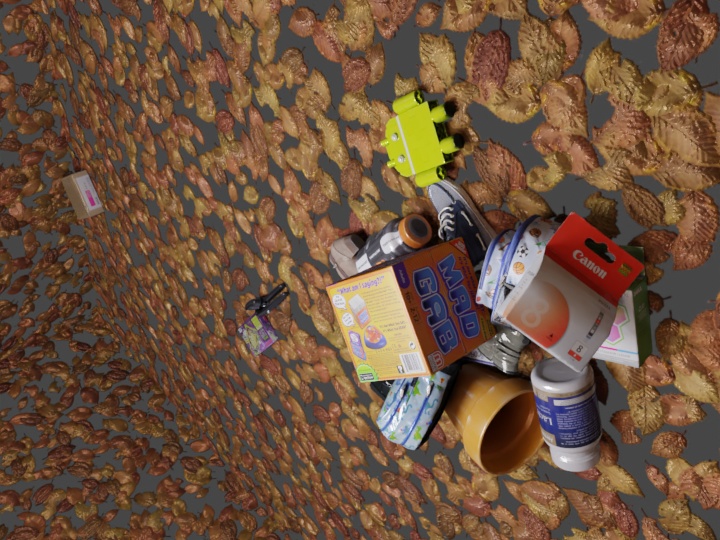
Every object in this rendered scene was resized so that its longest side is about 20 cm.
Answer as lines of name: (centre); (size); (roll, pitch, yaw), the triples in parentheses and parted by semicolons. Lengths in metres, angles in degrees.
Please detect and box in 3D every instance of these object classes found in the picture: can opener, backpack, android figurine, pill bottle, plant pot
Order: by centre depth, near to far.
backpack: (0.299, -0.001, 1.091); (0.154, 0.200, 0.191); (26, 118, 18)
pill bottle: (0.402, 0.277, 1.208); (0.115, 0.116, 0.201); (6, 118, 48)
android figurine: (0.114, -0.258, 1.239); (0.200, 0.041, 0.183); (-9, 100, 51)
backpack: (0.118, 0.269, 1.304); (0.163, 0.153, 0.201); (129, 153, -86)
plant pot: (0.272, 0.297, 1.333); (0.183, 0.199, 0.201); (35, 140, 53)
pill bottle: (0.077, -0.049, 1.382); (0.106, 0.106, 0.200); (56, 144, 6)
can opener: (-0.282, 0.097, 1.951); (0.200, 0.078, 0.064); (-27, 85, 45)

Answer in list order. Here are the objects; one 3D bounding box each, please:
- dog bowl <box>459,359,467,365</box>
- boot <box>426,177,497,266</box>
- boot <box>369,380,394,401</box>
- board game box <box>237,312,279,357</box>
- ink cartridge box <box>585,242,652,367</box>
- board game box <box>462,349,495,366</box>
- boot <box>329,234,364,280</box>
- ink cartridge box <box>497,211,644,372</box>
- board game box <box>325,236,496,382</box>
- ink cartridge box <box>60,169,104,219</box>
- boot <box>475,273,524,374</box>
dog bowl: (0.156, 0.222, 1.495); (0.200, 0.079, 0.201); (29, 134, 36)
boot: (0.183, -0.099, 1.233); (0.200, 0.090, 0.073); (49, 143, 14)
boot: (0.098, 0.251, 1.462); (0.198, 0.073, 0.163); (35, 134, 31)
board game box: (-0.351, 0.217, 2.141); (0.120, 0.032, 0.200); (61, 145, 6)
ink cartridge box: (0.430, 0.058, 1.071); (0.104, 0.059, 0.201); (9, 121, 47)
board game box: (0.234, 0.121, 1.316); (0.200, 0.034, 0.136); (7, 88, 49)
boot: (0.000, 0.000, 1.550); (0.200, 0.070, 0.146); (57, 150, 7)
ink cartridge box: (0.338, 0.036, 0.980); (0.162, 0.200, 0.050); (34, -171, -10)
board game box: (0.095, 0.076, 1.189); (0.200, 0.199, 0.201); (-18, 94, 50)
ink cartridge box: (-1.234, -0.335, 2.778); (0.164, 0.075, 0.201); (0, 113, 48)
boot: (0.253, 0.103, 1.227); (0.200, 0.067, 0.131); (50, 129, 46)
